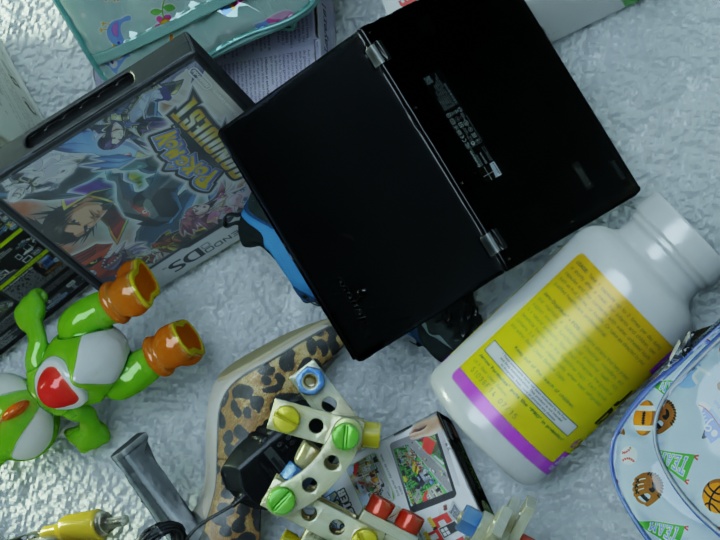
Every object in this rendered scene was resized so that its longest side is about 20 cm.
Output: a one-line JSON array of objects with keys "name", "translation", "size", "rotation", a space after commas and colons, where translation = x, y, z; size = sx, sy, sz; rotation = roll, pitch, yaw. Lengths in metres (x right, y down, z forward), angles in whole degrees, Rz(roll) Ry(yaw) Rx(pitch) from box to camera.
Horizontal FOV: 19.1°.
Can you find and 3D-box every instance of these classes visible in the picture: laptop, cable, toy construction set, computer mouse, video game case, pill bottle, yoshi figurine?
[{"name": "laptop", "translation": [0.047, -0.075, 1.455], "size": [0.200, 0.116, 0.187], "rotation": [-30, 87, -29]}, {"name": "cable", "translation": [-0.251, 0.214, 1.575], "size": [0.200, 0.050, 0.097], "rotation": [6, 96, 33]}, {"name": "toy construction set", "translation": [0.018, 0.158, 1.406], "size": [0.200, 0.092, 0.131], "rotation": [27, 89, 15]}, {"name": "computer mouse", "translation": [-0.095, 0.158, 1.465], "size": [0.200, 0.059, 0.034], "rotation": [-38, 37, -8]}, {"name": "video game case", "translation": [-0.146, -0.064, 1.508], "size": [0.181, 0.200, 0.026], "rotation": [-31, 54, 10]}, {"name": "pill bottle", "translation": [0.149, 0.042, 1.426], "size": [0.200, 0.104, 0.104], "rotation": [-44, 67, 5]}, {"name": "yoshi figurine", "translation": [-0.215, 0.079, 1.552], "size": [0.200, 0.112, 0.112], "rotation": [-35, 51, 11]}]

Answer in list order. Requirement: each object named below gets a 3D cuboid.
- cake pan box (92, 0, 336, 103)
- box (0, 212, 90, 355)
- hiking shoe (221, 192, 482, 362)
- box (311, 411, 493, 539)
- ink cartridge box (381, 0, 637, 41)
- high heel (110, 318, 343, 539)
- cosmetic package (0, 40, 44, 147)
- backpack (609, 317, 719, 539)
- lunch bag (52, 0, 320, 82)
[{"name": "cake pan box", "translation": [-0.109, -0.170, 1.602], "size": [0.184, 0.052, 0.200], "rotation": [-11, 73, 19]}, {"name": "box", "translation": [-0.305, 0.013, 1.565], "size": [0.200, 0.160, 0.044], "rotation": [-38, 55, 8]}, {"name": "hiking shoe", "translation": [0.000, 0.000, 1.511], "size": [0.200, 0.074, 0.087], "rotation": [43, 126, 8]}, {"name": "box", "translation": [0.049, 0.209, 1.458], "size": [0.110, 0.035, 0.200], "rotation": [-28, 69, 12]}, {"name": "ink cartridge box", "translation": [0.105, -0.236, 1.522], "size": [0.200, 0.084, 0.146], "rotation": [-26, 69, 12]}, {"name": "high heel", "translation": [-0.059, 0.133, 1.519], "size": [0.200, 0.071, 0.143], "rotation": [-35, 96, -9]}, {"name": "cosmetic package", "translation": [-0.356, -0.089, 1.607], "size": [0.200, 0.166, 0.167], "rotation": [-34, 68, 8]}, {"name": "backpack", "translation": [0.258, 0.115, 1.351], "size": [0.191, 0.154, 0.200], "rotation": [-46, 69, 15]}, {"name": "lunch bag", "translation": [-0.122, -0.224, 1.522], "size": [0.200, 0.077, 0.160], "rotation": [-24, 105, 16]}]
